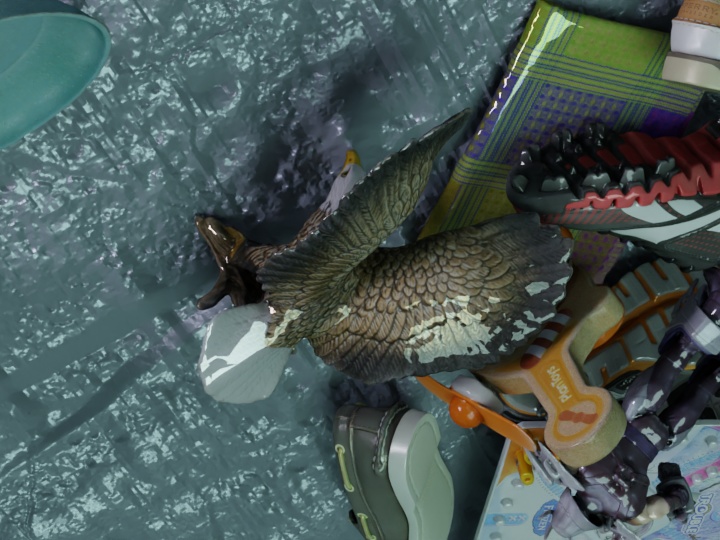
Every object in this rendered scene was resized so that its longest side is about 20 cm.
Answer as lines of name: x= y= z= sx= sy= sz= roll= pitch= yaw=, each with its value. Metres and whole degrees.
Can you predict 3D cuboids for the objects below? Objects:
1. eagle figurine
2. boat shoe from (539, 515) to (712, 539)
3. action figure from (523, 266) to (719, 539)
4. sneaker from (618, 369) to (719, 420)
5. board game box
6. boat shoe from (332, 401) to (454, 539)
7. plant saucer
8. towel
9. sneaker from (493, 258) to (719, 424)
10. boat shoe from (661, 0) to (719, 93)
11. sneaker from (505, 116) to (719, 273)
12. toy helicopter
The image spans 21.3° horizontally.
eagle figurine: x=0.000 y=-0.008 z=1.105 sx=0.152 sy=0.199 sz=0.151 roll=-14 pitch=96 yaw=-55
boat shoe: x=0.191 y=0.183 z=1.396 sx=0.199 sy=0.072 sz=0.069 roll=3 pitch=141 yaw=-28
action figure: x=0.182 y=0.096 z=1.205 sx=0.130 sy=0.069 sz=0.200 roll=43 pitch=86 yaw=-25
sneaker: x=0.207 y=0.101 z=1.343 sx=0.199 sy=0.081 sz=0.084 roll=-9 pitch=149 yaw=-7
board game box: x=0.183 y=0.176 z=1.322 sx=0.199 sy=0.026 sz=0.200 roll=1 pitch=136 yaw=-11
boat shoe: x=0.023 y=0.153 z=1.304 sx=0.060 sy=0.072 sz=0.202 roll=14 pitch=147 yaw=18
plant saucer: x=-0.224 y=-0.091 z=0.965 sx=0.200 sy=0.036 sz=0.200 roll=-27 pitch=171 yaw=-5
towel: x=0.126 y=-0.070 z=1.189 sx=0.143 sy=0.023 sz=0.200 roll=9 pitch=123 yaw=-27
sneaker: x=0.173 y=0.049 z=1.280 sx=0.199 sy=0.078 sz=0.077 roll=-17 pitch=163 yaw=-15
boat shoe: x=0.264 y=-0.133 z=1.154 sx=0.200 sy=0.075 sz=0.069 roll=4 pitch=100 yaw=-45
sneaker: x=0.181 y=-0.041 z=1.171 sx=0.200 sy=0.071 sz=0.098 roll=-7 pitch=127 yaw=-19
toy helicopter: x=0.104 y=0.061 z=1.138 sx=0.132 sy=0.200 sz=0.079 roll=-36 pitch=115 yaw=6
